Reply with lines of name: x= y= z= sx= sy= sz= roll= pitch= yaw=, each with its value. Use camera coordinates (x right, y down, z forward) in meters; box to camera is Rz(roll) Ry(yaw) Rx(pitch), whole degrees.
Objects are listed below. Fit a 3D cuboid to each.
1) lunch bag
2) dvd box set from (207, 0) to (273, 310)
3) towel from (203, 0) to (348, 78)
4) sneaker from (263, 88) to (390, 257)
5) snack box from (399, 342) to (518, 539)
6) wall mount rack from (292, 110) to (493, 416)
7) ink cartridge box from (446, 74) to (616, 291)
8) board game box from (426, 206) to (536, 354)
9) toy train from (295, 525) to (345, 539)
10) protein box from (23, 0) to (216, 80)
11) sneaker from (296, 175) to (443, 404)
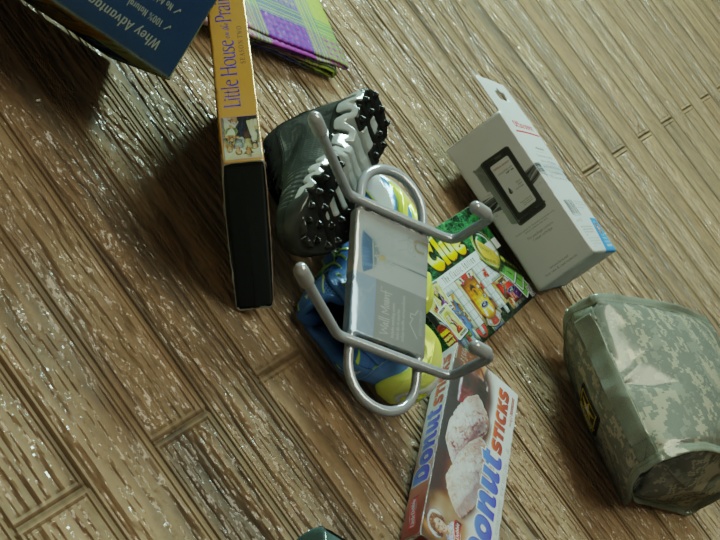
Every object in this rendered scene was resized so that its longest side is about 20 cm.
lunch bag: x=0.257 y=0.116 z=1.199 sx=0.200 sy=0.117 sz=0.165 roll=21 pitch=43 yaw=-49
dvd box set: x=-0.085 y=-0.094 z=0.949 sx=0.029 sy=0.147 sz=0.201 roll=-6 pitch=51 yaw=-5
towel: x=-0.102 y=-0.246 z=1.191 sx=0.200 sy=0.023 sz=0.144 roll=11 pitch=48 yaw=-50
sneaker: x=-0.042 y=-0.068 z=1.024 sx=0.200 sy=0.090 sz=0.067 roll=-68 pitch=143 yaw=-52
snack box: x=0.075 y=0.143 z=1.001 sx=0.072 sy=0.024 sz=0.200 roll=41 pitch=35 yaw=-19
wall mount rack: x=0.014 y=-0.011 z=0.931 sx=0.173 sy=0.074 sz=0.201 roll=22 pitch=55 yaw=-30
ink cartridge box: x=0.153 y=-0.083 z=1.302 sx=0.200 sy=0.068 sz=0.116 roll=58 pitch=18 yaw=10
board game box: x=0.084 y=0.011 z=1.170 sx=0.105 sy=0.023 sz=0.200 roll=51 pitch=29 yaw=3
toy train: x=0.022 y=0.232 z=0.789 sx=0.200 sy=0.085 sz=0.114 roll=36 pitch=24 yaw=-26
protein box: x=-0.172 y=-0.269 z=0.899 sx=0.198 sy=0.200 sz=0.135 roll=32 pitch=-2 yaw=-31
sneaker: x=0.000 y=0.000 z=1.011 sx=0.105 sy=0.076 sz=0.201 roll=19 pitch=44 yaw=-43
